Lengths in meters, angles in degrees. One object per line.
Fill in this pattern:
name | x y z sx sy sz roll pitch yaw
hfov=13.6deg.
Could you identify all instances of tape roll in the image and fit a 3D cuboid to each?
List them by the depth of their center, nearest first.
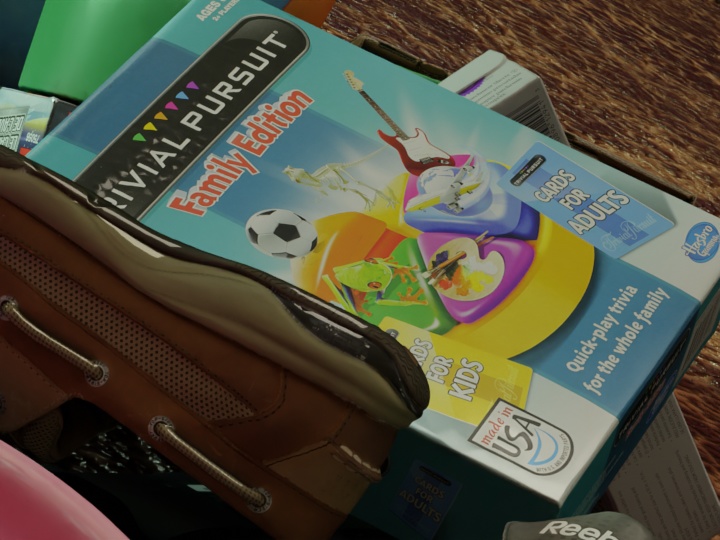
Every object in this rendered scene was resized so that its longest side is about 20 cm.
tape roll | -0.027 -0.058 1.131 0.199 0.048 0.200 19 -2 1

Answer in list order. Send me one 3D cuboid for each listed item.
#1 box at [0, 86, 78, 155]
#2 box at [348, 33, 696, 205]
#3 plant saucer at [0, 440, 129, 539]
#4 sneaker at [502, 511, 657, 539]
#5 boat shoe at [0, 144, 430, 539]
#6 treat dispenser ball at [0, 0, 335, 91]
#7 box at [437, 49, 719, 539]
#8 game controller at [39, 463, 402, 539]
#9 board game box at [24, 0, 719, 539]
box | -0.058 -0.022 1.147 0.199 0.040 0.137 19 -2 -27
box | 0.036 -0.045 1.325 0.163 0.021 0.200 25 -14 -15
plant saucer | -0.138 0.074 0.707 0.200 0.051 0.201 24 13 -6
sneaker | 0.041 0.101 0.773 0.066 0.091 0.200 30 4 17
boat shoe | -0.081 0.016 0.841 0.199 0.074 0.076 25 -3 19
treat dispenser ball | -0.101 -0.158 1.298 0.200 0.202 0.201 24 14 -6
box | 0.074 0.018 1.058 0.039 0.041 0.201 37 -23 59
game controller | -0.020 0.089 0.908 0.104 0.042 0.200 18 6 37
board game box | 0.000 0.000 0.938 0.199 0.047 0.151 26 42 13
